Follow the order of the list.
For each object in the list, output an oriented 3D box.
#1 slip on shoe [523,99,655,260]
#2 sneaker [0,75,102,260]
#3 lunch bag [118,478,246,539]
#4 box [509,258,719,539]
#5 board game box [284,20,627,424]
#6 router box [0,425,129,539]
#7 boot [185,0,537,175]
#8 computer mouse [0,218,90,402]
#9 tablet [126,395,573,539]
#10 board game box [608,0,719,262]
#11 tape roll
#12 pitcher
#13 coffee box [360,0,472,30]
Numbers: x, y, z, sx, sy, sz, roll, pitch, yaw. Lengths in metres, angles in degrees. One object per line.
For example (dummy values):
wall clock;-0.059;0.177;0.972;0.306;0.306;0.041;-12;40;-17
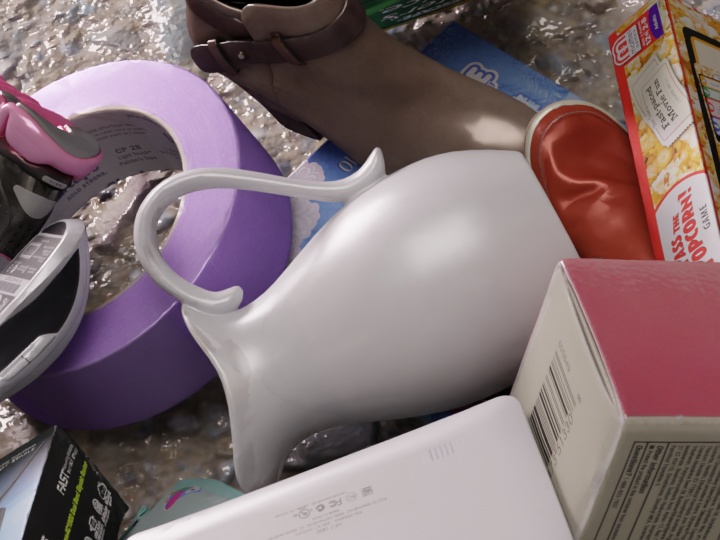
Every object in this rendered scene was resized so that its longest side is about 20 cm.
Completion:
slip on shoe;0.151;-0.005;1.271;0.074;0.061;0.201;-25;77;-13
sneaker;-0.226;-0.068;1.357;0.200;0.079;0.096;35;102;46
lunch bag;-0.077;0.195;1.183;0.200;0.122;0.170;21;61;45
box;0.179;0.076;1.146;0.199;0.128;0.109;1;42;-18
board game box;0.059;-0.021;1.358;0.199;0.043;0.200;33;68;31
router box;-0.214;0.177;1.189;0.200;0.062;0.150;-32;18;14
boot;-0.002;-0.111;1.316;0.199;0.146;0.070;10;65;23
computer mouse;-0.195;0.059;1.256;0.200;0.044;0.110;-50;18;-11
tablet;-0.005;0.136;1.103;0.199;0.014;0.130;-21;47;2
board game box;0.212;-0.034;1.273;0.046;0.151;0.201;-41;42;37
tape roll;-0.139;-0.015;1.354;0.199;0.066;0.201;-15;53;21
pitcher;0.000;0.000;1.239;0.199;0.121;0.172;-27;93;3
coffee box;0.042;-0.181;1.388;0.123;0.200;0.044;-19;87;-3
